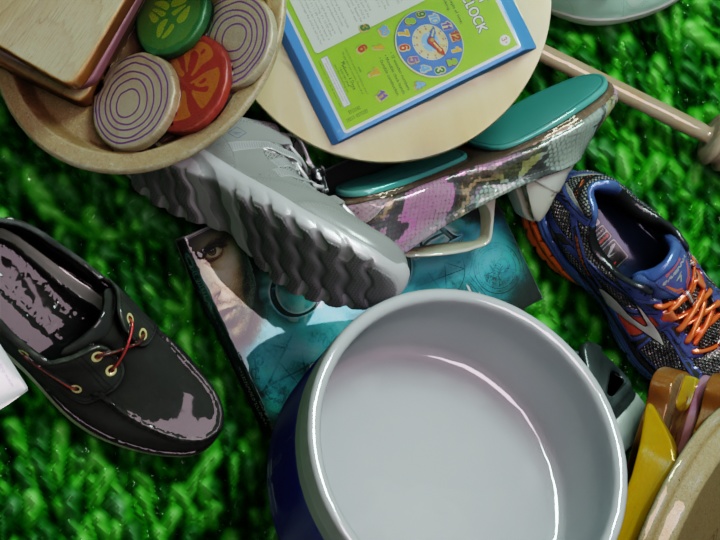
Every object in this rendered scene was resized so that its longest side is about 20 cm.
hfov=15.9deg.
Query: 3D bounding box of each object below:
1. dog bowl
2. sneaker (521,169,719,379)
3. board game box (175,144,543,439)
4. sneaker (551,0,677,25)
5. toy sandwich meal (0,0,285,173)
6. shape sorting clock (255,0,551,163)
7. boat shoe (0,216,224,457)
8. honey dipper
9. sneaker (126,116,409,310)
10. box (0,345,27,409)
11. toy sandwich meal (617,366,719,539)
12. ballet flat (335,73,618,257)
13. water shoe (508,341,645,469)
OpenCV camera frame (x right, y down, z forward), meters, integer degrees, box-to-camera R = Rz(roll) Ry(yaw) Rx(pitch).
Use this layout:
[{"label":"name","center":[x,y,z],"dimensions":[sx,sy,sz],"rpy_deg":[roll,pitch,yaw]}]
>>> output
[{"label":"dog bowl","center":[0.049,0.117,1.488],"dimensions":[0.199,0.079,0.201],"rpy_deg":[10,63,-19]},{"label":"sneaker","center":[0.187,0.012,1.634],"dimensions":[0.200,0.078,0.075],"rpy_deg":[41,73,-10]},{"label":"board game box","center":[0.000,0.000,1.595],"dimensions":[0.199,0.028,0.136],"rpy_deg":[-27,93,-21]},{"label":"sneaker","center":[0.141,-0.206,1.625],"dimensions":[0.199,0.118,0.074],"rpy_deg":[4,80,-20]},{"label":"toy sandwich meal","center":[-0.142,-0.155,1.495],"dimensions":[0.204,0.070,0.206],"rpy_deg":[-5,75,17]},{"label":"shape sorting clock","center":[0.015,-0.163,1.542],"dimensions":[0.199,0.039,0.201],"rpy_deg":[0,85,3]},{"label":"boat shoe","center":[-0.161,0.042,1.516],"dimensions":[0.201,0.063,0.074],"rpy_deg":[38,70,-13]},{"label":"honey dipper","center":[0.181,-0.110,1.671],"dimensions":[0.199,0.038,0.038],"rpy_deg":[26,75,-13]},{"label":"sneaker","center":[-0.047,-0.051,1.525],"dimensions":[0.200,0.075,0.082],"rpy_deg":[33,60,21]},{"label":"box","center":[-0.289,0.016,1.446],"dimensions":[0.101,0.112,0.200],"rpy_deg":[-34,96,-20]},{"label":"toy sandwich meal","center":[0.185,0.154,1.589],"dimensions":[0.070,0.205,0.206],"rpy_deg":[22,72,24]},{"label":"ballet flat","center":[0.075,-0.053,1.587],"dimensions":[0.199,0.069,0.071],"rpy_deg":[-26,110,-18]},{"label":"water shoe","center":[0.088,0.118,1.594],"dimensions":[0.200,0.071,0.079],"rpy_deg":[-34,92,-30]}]
